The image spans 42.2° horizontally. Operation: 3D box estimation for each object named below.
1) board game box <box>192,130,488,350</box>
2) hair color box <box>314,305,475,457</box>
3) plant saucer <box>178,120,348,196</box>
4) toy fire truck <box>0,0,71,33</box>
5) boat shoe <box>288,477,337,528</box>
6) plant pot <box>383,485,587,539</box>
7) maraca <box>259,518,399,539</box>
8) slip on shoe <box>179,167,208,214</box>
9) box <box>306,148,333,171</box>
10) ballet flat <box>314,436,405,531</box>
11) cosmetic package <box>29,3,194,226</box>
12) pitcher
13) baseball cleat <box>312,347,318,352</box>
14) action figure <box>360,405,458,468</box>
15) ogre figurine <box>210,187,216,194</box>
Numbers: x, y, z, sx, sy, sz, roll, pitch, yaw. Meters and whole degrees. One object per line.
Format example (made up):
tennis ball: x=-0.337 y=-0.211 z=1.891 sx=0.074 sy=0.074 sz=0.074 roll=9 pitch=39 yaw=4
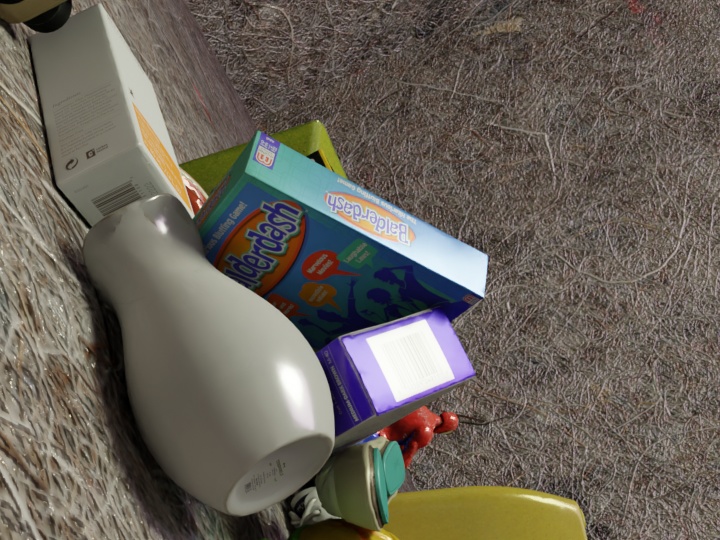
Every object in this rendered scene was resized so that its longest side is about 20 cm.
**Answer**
board game box: x=-0.028 y=-0.003 z=0.708 sx=0.199 sy=0.152 sz=0.045 roll=27 pitch=50 yaw=-18
hair color box: x=-0.021 y=0.103 z=0.710 sx=0.109 sy=0.200 sz=0.065 roll=-13 pitch=71 yaw=-44
plant saucer: x=-0.109 y=-0.061 z=0.985 sx=0.200 sy=0.199 sz=0.048 roll=61 pitch=13 yaw=-66
toy fire truck: x=-0.244 y=-0.314 z=0.705 sx=0.201 sy=0.176 sz=0.129 roll=64 pitch=2 yaw=4
boat shoe: x=-0.040 y=0.241 z=0.908 sx=0.065 sy=0.074 sz=0.200 roll=35 pitch=16 yaw=-21
plant pot: x=0.121 y=0.297 z=0.893 sx=0.196 sy=0.199 sz=0.195 roll=69 pitch=9 yaw=-75
maraca: x=-0.012 y=0.251 z=0.714 sx=0.137 sy=0.107 sz=0.200 roll=45 pitch=6 yaw=26
slip on shoe: x=-0.155 y=-0.009 z=0.854 sx=0.061 sy=0.074 sz=0.201 roll=-103 pitch=172 yaw=-72
box: x=0.000 y=0.000 z=0.912 sx=0.160 sy=0.049 sz=0.200 roll=63 pitch=3 yaw=35
ballet flat: x=-0.004 y=0.172 z=0.751 sx=0.070 sy=0.069 sz=0.200 roll=64 pitch=3 yaw=11
cosmetic package: x=-0.206 y=-0.117 z=0.768 sx=0.200 sy=0.071 sz=0.102 roll=64 pitch=1 yaw=39
pitcher: x=-0.101 y=0.071 z=0.639 sx=0.200 sy=0.121 sz=0.172 roll=52 pitch=-17 yaw=29
baseball cleat: x=-0.040 y=0.068 z=1.046 sx=0.200 sy=0.069 sz=0.107 roll=-176 pitch=-83 yaw=-71
action figure: x=0.000 y=0.181 z=0.912 sx=0.065 sy=0.199 sz=0.099 roll=-114 pitch=-163 yaw=-52
ogre figurine: x=-0.085 y=0.032 z=0.808 sx=0.120 sy=0.098 sz=0.201 roll=20 pitch=45 yaw=-43
